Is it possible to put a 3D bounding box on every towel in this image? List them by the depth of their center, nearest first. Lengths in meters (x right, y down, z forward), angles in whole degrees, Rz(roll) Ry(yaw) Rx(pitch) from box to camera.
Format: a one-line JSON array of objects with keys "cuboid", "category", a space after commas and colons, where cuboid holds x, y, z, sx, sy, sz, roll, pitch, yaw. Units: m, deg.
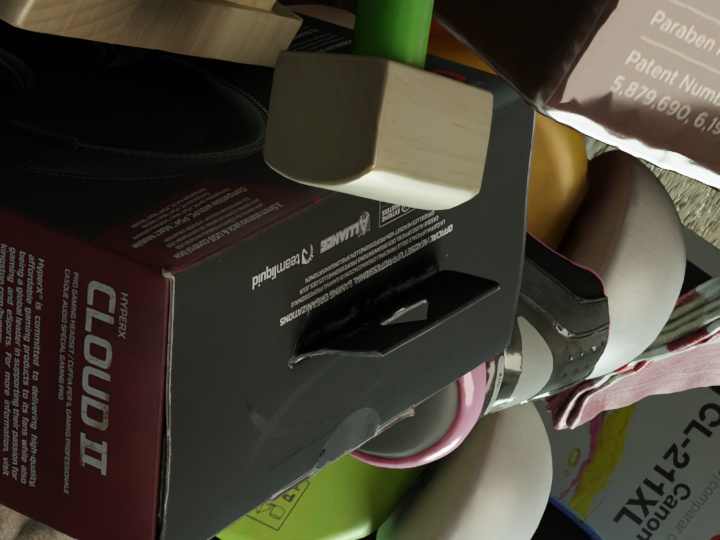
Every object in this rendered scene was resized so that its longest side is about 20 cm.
[{"cuboid": [0.172, 0.005, 0.948, 0.144, 0.023, 0.200, -11, 165, -38], "category": "towel"}]

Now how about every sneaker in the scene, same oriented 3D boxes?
[{"cuboid": [-0.005, -0.018, 0.779, 0.095, 0.200, 0.079, -14, 132, -35], "category": "sneaker"}]

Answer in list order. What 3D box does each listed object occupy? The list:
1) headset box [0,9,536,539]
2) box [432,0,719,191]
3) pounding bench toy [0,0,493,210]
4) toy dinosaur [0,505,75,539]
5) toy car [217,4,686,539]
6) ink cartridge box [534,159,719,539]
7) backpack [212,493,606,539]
[{"cuboid": [-0.064, -0.013, 0.640, 0.149, 0.199, 0.078, -28, 130, -50], "category": "headset box"}, {"cuboid": [0.102, -0.135, 0.657, 0.164, 0.166, 0.200, 19, 108, -40], "category": "box"}, {"cuboid": [-0.023, -0.126, 0.567, 0.156, 0.200, 0.124, -58, 160, 13], "category": "pounding bench toy"}, {"cuboid": [-0.115, 0.086, 0.664, 0.199, 0.086, 0.136, -14, -176, -2], "category": "toy dinosaur"}, {"cuboid": [0.000, 0.000, 0.937, 0.200, 0.175, 0.150, -60, -164, 13], "category": "toy car"}, {"cuboid": [0.123, 0.059, 1.203, 0.146, 0.200, 0.083, -49, 160, -14], "category": "ink cartridge box"}, {"cuboid": [0.012, 0.156, 1.108, 0.183, 0.200, 0.135, -46, 159, -24], "category": "backpack"}]
